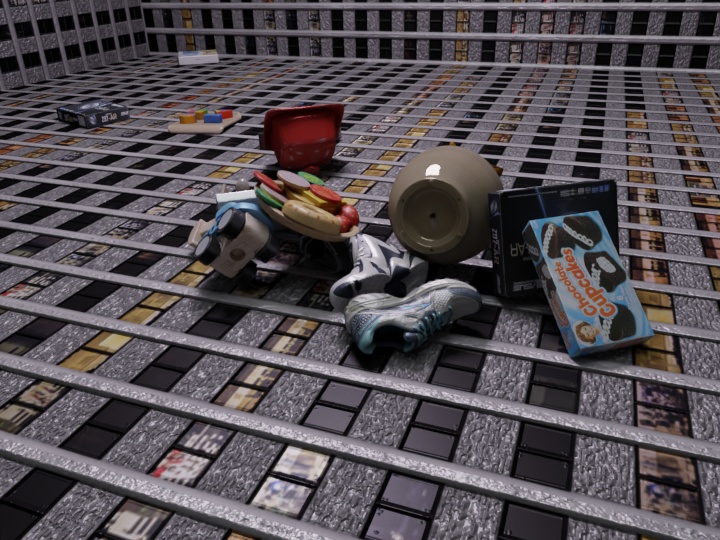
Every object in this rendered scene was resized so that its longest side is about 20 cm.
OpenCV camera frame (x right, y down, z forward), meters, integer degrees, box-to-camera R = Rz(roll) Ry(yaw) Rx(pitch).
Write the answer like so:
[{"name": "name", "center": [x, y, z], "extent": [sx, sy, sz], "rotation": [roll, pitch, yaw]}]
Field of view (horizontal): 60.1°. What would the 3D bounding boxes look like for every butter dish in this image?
[{"name": "butter dish", "center": [-0.134, -0.304, 1.535], "extent": [0.197, 0.149, 0.200], "rotation": [-8, -14, -13]}]

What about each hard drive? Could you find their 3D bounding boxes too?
[{"name": "hard drive", "center": [-0.172, -0.114, 1.188], "extent": [0.198, 0.132, 0.027], "rotation": [-10, 66, -15]}]

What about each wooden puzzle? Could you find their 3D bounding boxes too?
[{"name": "wooden puzzle", "center": [-0.499, -0.488, 2.002], "extent": [0.183, 0.047, 0.200], "rotation": [3, 28, 8]}]

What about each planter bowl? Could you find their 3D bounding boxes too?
[{"name": "planter bowl", "center": [0.130, -0.098, 1.017], "extent": [0.198, 0.203, 0.135], "rotation": [7, 16, 17]}]

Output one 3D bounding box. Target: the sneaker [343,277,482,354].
[{"name": "sneaker", "center": [0.080, 0.075, 0.873], "extent": [0.198, 0.078, 0.087], "rotation": [-12, 40, -5]}]

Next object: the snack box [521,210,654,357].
[{"name": "snack box", "center": [0.317, 0.015, 0.880], "extent": [0.115, 0.037, 0.202], "rotation": [-9, 64, -12]}]

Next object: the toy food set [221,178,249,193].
[{"name": "toy food set", "center": [-0.198, -0.163, 1.341], "extent": [0.198, 0.061, 0.144], "rotation": [-6, 27, -7]}]

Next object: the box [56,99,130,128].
[{"name": "box", "center": [-0.908, -0.533, 2.115], "extent": [0.199, 0.044, 0.160], "rotation": [20, 35, 36]}]

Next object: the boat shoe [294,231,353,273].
[{"name": "boat shoe", "center": [-0.077, -0.049, 1.112], "extent": [0.067, 0.072, 0.200], "rotation": [-18, 39, -32]}]

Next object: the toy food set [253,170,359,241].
[{"name": "toy food set", "center": [-0.090, -0.112, 1.050], "extent": [0.197, 0.049, 0.199], "rotation": [35, 23, 23]}]

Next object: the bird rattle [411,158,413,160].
[{"name": "bird rattle", "center": [0.186, -0.160, 1.280], "extent": [0.198, 0.114, 0.163], "rotation": [15, 15, 24]}]

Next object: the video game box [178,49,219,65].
[{"name": "video game box", "center": [-0.832, -1.094, 3.192], "extent": [0.198, 0.047, 0.183], "rotation": [-9, 31, -13]}]

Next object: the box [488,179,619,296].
[{"name": "box", "center": [0.303, -0.052, 0.972], "extent": [0.198, 0.162, 0.044], "rotation": [-7, 8, -12]}]

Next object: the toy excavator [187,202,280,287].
[{"name": "toy excavator", "center": [-0.230, -0.061, 1.075], "extent": [0.100, 0.194, 0.201], "rotation": [34, 26, -30]}]

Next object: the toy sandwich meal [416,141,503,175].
[{"name": "toy sandwich meal", "center": [0.214, -0.222, 1.342], "extent": [0.203, 0.071, 0.205], "rotation": [23, 0, 0]}]

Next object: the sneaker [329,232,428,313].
[{"name": "sneaker", "center": [0.000, 0.000, 0.981], "extent": [0.198, 0.080, 0.129], "rotation": [-25, 42, -38]}]

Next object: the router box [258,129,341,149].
[{"name": "router box", "center": [-0.171, -0.385, 1.778], "extent": [0.198, 0.052, 0.149], "rotation": [7, 30, 17]}]
